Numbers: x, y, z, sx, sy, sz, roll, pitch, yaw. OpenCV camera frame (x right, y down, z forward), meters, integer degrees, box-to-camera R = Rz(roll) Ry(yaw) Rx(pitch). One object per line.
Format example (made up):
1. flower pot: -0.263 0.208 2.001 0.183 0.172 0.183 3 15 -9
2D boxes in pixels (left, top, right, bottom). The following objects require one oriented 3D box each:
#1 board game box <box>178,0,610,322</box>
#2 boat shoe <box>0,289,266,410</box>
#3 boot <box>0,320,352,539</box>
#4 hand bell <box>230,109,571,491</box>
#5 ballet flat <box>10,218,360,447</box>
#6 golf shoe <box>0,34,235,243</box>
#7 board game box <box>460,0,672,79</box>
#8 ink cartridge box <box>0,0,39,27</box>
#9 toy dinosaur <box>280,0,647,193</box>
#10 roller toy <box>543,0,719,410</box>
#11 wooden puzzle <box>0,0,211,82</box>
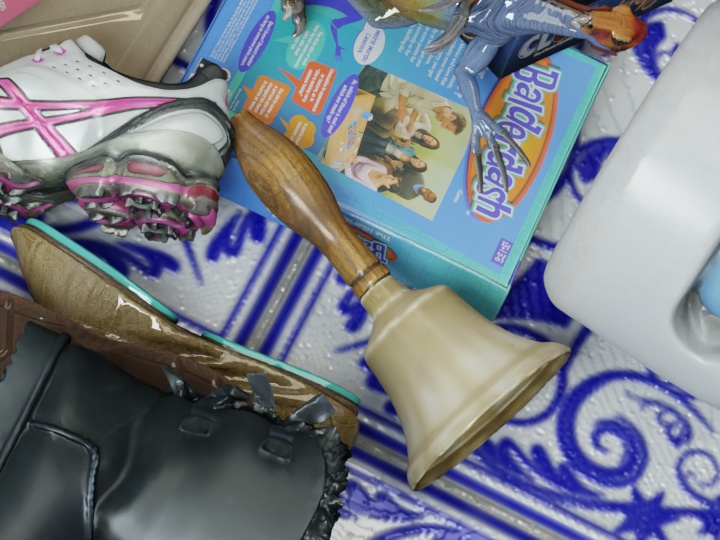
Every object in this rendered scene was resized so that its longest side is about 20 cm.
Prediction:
1. board game box: 0.011 -0.082 1.559 0.199 0.045 0.152 26 62 2
2. boat shoe: -0.110 0.074 1.413 0.202 0.075 0.075 30 66 16
3. boot: -0.103 0.128 1.312 0.162 0.073 0.199 22 73 1
4. hand bell: 0.000 0.000 1.476 0.104 0.104 0.200 -37 80 -24
5. ballet flat: -0.098 0.050 1.472 0.200 0.068 0.073 29 82 -1
6. golf shoe: -0.160 -0.072 1.490 0.199 0.073 0.092 8 71 7
7. board game box: 0.063 -0.201 1.603 0.135 0.035 0.200 -26 64 -35
8. ink cartridge box: -0.271 -0.149 1.476 0.200 0.083 0.146 -36 55 -15
9. toy dinosaur: 0.050 -0.148 1.489 0.181 0.105 0.201 -4 70 5
10. roller toy: 0.190 -0.029 1.493 0.139 0.200 0.183 32 73 4
11. wooden puzzle: -0.168 -0.175 1.574 0.199 0.037 0.185 26 64 9
